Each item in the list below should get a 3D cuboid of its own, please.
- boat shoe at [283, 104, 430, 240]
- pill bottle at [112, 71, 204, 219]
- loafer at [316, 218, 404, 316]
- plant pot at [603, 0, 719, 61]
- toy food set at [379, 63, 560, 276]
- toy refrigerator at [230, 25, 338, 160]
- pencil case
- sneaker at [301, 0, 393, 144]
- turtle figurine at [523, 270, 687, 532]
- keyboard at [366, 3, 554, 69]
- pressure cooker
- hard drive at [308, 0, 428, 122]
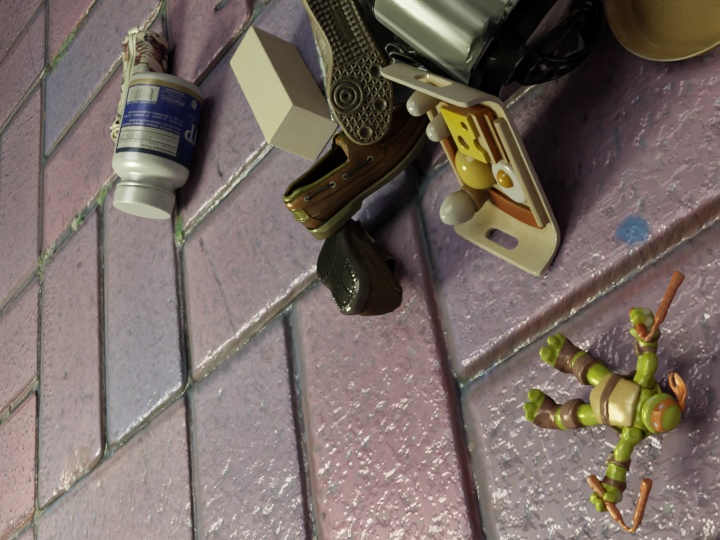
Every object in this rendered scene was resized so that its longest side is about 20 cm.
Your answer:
[{"bbox_3d":[0.000,-0.125,1.175,0.200,0.068,0.072,-47,27,-5],"label":"boat shoe"},{"bbox_3d":[-0.313,-0.187,1.627,0.119,0.119,0.202,-5,72,52],"label":"pill bottle"},{"bbox_3d":[0.000,0.000,1.181,0.200,0.070,0.074,-109,39,-61],"label":"loafer"},{"bbox_3d":[0.298,-0.273,0.926,0.199,0.027,0.202,-27,55,46],"label":"plant pot"},{"bbox_3d":[0.098,-0.095,0.998,0.060,0.201,0.143,-39,35,-12],"label":"toy food set"},{"bbox_3d":[-0.105,-0.233,1.405,0.070,0.075,0.201,-54,41,24],"label":"toy refrigerator"},{"bbox_3d":[-0.365,-0.300,1.768,0.077,0.090,0.202,-6,66,16],"label":"pencil case"},{"bbox_3d":[-0.011,-0.235,1.121,0.070,0.202,0.076,-14,21,6],"label":"sneaker"},{"bbox_3d":[0.208,0.095,0.863,0.161,0.064,0.202,13,95,62],"label":"turtle figurine"},{"bbox_3d":[0.099,-0.247,1.071,0.021,0.198,0.128,-9,-62,-80],"label":"keyboard"},{"bbox_3d":[0.124,-0.251,0.969,0.199,0.179,0.176,38,89,9],"label":"pressure cooker"},{"bbox_3d":[0.043,-0.251,1.140,0.198,0.033,0.141,-13,90,30],"label":"hard drive"}]
